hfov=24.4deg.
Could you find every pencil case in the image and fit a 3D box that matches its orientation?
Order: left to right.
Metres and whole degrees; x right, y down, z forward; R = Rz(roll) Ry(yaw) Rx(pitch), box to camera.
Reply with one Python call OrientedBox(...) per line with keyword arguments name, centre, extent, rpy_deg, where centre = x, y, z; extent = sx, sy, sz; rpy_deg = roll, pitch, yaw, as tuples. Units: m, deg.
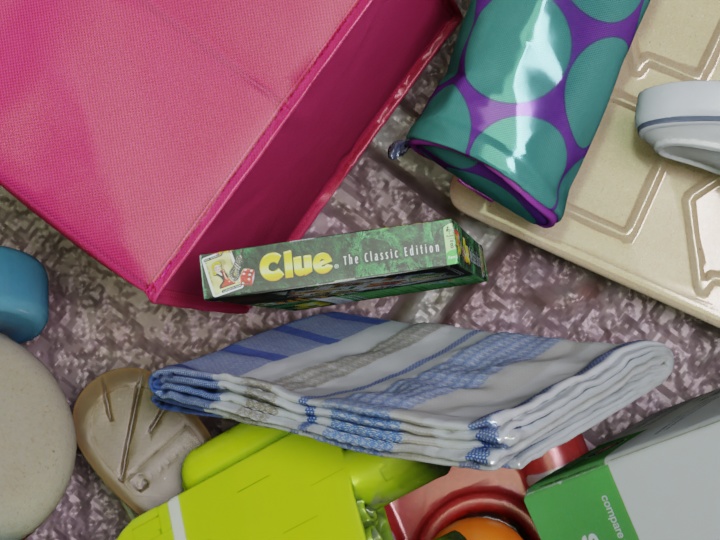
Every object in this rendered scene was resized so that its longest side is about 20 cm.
OrientedBox(name="pencil case", centre=(0.090, -0.126, 0.770), extent=(0.085, 0.092, 0.200), rpy_deg=(24, 88, -11))

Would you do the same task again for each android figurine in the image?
OrientedBox(name="android figurine", centre=(-0.042, 0.146, 0.735), extent=(0.200, 0.041, 0.182), rpy_deg=(-32, 51, 17))

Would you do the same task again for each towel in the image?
OrientedBox(name="towel", centre=(0.022, 0.046, 0.740), extent=(0.200, 0.147, 0.024), rpy_deg=(6, 106, 39))

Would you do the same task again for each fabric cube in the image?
OrientedBox(name="fabric cube", centre=(-0.092, -0.117, 0.775), extent=(0.199, 0.196, 0.200), rpy_deg=(36, 91, 9))

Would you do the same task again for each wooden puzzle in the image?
OrientedBox(name="wooden puzzle", centre=(0.168, -0.076, 0.816), extent=(0.200, 0.046, 0.185), rpy_deg=(25, 90, 13))

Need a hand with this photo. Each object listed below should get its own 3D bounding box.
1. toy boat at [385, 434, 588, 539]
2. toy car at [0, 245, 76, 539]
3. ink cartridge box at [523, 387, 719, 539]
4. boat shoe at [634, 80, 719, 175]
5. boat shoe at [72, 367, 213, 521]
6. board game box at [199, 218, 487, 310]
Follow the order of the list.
OrientedBox(name="toy boat", centre=(0.058, 0.139, 0.771), extent=(0.130, 0.131, 0.200), rpy_deg=(-23, 84, 6))
OrientedBox(name="toy car", centre=(-0.252, 0.101, 0.815), extent=(0.177, 0.200, 0.185), rpy_deg=(10, 62, -30))
OrientedBox(name="ink cartridge box", centre=(0.195, 0.083, 0.710), extent=(0.200, 0.147, 0.083), rpy_deg=(-27, 84, 36))
OrientedBox(name="boat shoe", centre=(0.217, -0.037, 0.741), extent=(0.200, 0.074, 0.065), rpy_deg=(13, 83, 14))
OrientedBox(name="boat shoe", centre=(-0.069, 0.134, 0.831), extent=(0.073, 0.063, 0.200), rpy_deg=(-34, 86, -11))
OrientedBox(name="board game box", centre=(0.000, 0.000, 0.753), extent=(0.105, 0.200, 0.024), rpy_deg=(-11, 86, 6))
